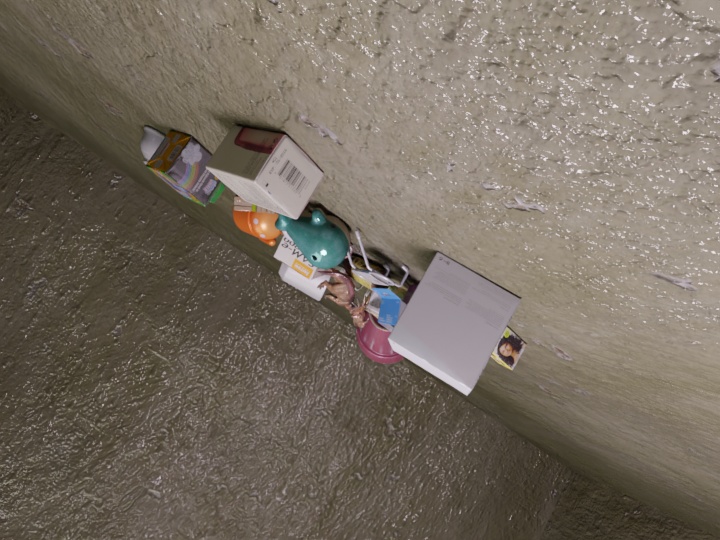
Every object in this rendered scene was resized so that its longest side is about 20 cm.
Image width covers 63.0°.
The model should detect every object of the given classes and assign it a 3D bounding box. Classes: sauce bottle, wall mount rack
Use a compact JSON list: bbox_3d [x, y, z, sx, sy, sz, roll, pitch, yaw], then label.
[{"bbox_3d":[0.000,0.000,1.626,0.198,0.067,0.066,28,170,43],"label":"sauce bottle"},{"bbox_3d":[0.021,-0.025,1.448,0.172,0.076,0.199,33,171,-20],"label":"wall mount rack"}]

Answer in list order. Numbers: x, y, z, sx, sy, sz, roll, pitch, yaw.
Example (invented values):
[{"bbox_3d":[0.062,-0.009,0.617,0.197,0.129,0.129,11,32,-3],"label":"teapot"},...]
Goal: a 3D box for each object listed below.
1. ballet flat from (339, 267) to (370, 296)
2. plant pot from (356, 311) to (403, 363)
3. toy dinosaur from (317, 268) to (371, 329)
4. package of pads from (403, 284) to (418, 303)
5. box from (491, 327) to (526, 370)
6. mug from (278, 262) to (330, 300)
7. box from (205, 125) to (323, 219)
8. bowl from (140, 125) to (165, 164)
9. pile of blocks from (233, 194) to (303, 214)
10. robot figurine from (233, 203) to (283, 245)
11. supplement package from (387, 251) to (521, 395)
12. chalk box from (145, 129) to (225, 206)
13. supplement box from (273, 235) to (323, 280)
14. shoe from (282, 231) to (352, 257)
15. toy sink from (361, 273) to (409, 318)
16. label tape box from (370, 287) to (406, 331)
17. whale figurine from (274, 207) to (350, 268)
[{"bbox_3d":[0.014,0.040,1.780,0.198,0.073,0.072,35,170,-15],"label":"ballet flat"},{"bbox_3d":[0.085,0.171,1.876,0.198,0.201,0.180,29,155,14],"label":"plant pot"},{"bbox_3d":[-0.039,0.056,1.613,0.134,0.086,0.202,22,151,41],"label":"toy dinosaur"},{"bbox_3d":[0.194,0.096,1.452,0.120,0.077,0.199,34,170,-18],"label":"package of pads"},{"bbox_3d":[0.308,0.152,1.380,0.199,0.076,0.050,38,170,-32],"label":"box"},{"bbox_3d":[-0.172,-0.004,1.833,0.150,0.152,0.186,21,177,-8],"label":"mug"},{"bbox_3d":[-0.190,-0.197,1.158,0.198,0.110,0.128,23,167,46],"label":"box"},{"bbox_3d":[-0.600,-0.342,1.801,0.199,0.091,0.201,31,170,6],"label":"bowl"},{"bbox_3d":[-0.232,-0.179,1.488,0.195,0.064,0.082,7,-170,12],"label":"pile of blocks"},{"bbox_3d":[-0.279,-0.153,1.626,0.115,0.147,0.198,12,-173,-42],"label":"robot figurine"},{"bbox_3d":[0.187,0.112,1.190,0.189,0.202,0.147,30,170,15],"label":"supplement package"},{"bbox_3d":[-0.460,-0.268,1.617,0.123,0.126,0.200,23,165,40],"label":"chalk box"},{"bbox_3d":[-0.145,-0.046,1.654,0.125,0.074,0.200,31,-168,8],"label":"supplement box"},{"bbox_3d":[-0.107,-0.085,1.516,0.090,0.073,0.198,18,175,44],"label":"shoe"},{"bbox_3d":[0.092,0.097,1.670,0.129,0.113,0.200,23,166,41],"label":"toy sink"},{"bbox_3d":[0.107,0.129,1.489,0.199,0.064,0.144,37,169,-14],"label":"label tape box"},{"bbox_3d":[-0.123,-0.079,1.406,0.197,0.105,0.160,27,138,2],"label":"whale figurine"}]
